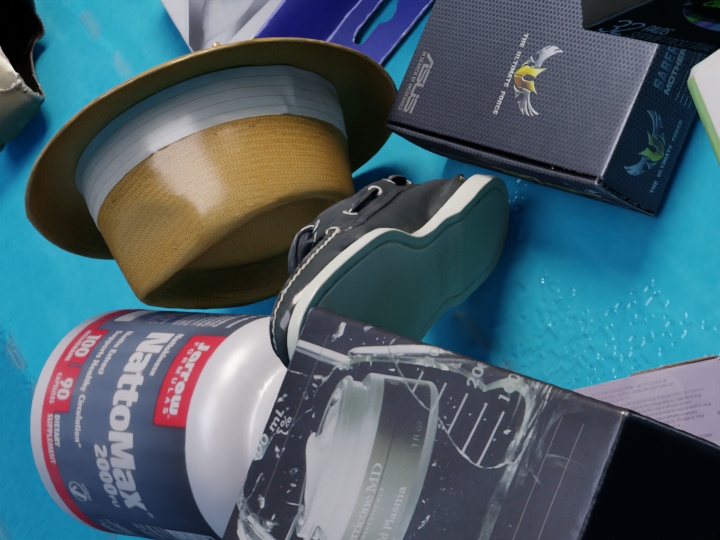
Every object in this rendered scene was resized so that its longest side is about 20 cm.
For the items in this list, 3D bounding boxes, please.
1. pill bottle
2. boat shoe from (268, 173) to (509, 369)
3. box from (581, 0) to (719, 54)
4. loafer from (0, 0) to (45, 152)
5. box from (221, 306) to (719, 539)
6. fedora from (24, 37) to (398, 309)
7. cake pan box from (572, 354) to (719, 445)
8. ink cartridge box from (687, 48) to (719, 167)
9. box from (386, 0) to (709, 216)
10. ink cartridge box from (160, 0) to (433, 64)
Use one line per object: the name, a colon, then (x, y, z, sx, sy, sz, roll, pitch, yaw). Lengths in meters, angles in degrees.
pill bottle: (-0.061, 0.081, 1.155, 0.200, 0.120, 0.120, 1, 72, 46)
boat shoe: (0.000, -0.002, 1.082, 0.066, 0.199, 0.075, 12, 120, 26)
box: (0.195, -0.162, 0.853, 0.200, 0.148, 0.125, -19, 71, 49)
loafer: (-0.235, -0.166, 1.498, 0.070, 0.075, 0.200, -25, 59, 22)
box: (0.044, 0.141, 0.945, 0.196, 0.124, 0.200, 16, 84, 51)
fedora: (-0.067, -0.036, 1.174, 0.201, 0.200, 0.082, -35, 59, 29)
cake pan box: (0.139, 0.133, 0.977, 0.200, 0.052, 0.185, -17, 58, 40)
ink cartridge box: (0.223, -0.001, 0.842, 0.084, 0.200, 0.145, -35, 49, 25)
box: (0.112, -0.139, 1.133, 0.158, 0.051, 0.200, 20, 87, 48)
ink cartridge box: (-0.027, -0.193, 1.310, 0.200, 0.041, 0.200, -50, 44, 16)
